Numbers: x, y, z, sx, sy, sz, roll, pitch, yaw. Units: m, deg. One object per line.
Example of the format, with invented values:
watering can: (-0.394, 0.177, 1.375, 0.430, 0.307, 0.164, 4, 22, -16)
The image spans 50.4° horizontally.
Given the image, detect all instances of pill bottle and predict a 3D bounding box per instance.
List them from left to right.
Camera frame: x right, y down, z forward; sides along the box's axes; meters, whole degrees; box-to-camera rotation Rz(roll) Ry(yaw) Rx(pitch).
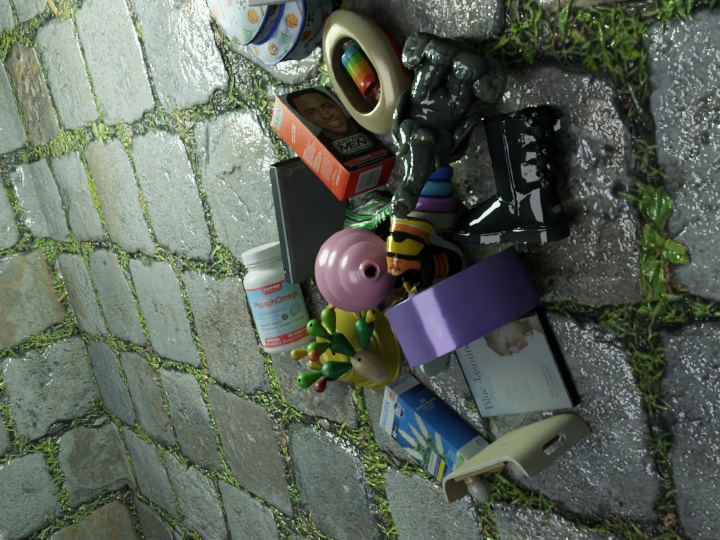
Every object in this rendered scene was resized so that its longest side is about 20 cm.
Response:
pill bottle: (-0.168, 0.053, 1.514, 0.108, 0.108, 0.204, -4, 106, 53)

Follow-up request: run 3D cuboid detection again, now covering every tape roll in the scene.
tape roll: (0.137, 0.049, 1.035, 0.199, 0.198, 0.086, -32, 84, 54)

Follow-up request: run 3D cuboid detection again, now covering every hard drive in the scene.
hard drive: (-0.081, -0.095, 1.294, 0.033, 0.138, 0.204, 17, 122, 47)

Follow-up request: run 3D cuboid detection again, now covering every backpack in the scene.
backpack: (-0.137, -0.425, 1.197, 0.191, 0.153, 0.200, 50, 139, 6)

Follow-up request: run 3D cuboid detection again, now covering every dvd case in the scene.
dvd case: (0.220, 0.142, 1.132, 0.199, 0.017, 0.145, -23, 90, 55)

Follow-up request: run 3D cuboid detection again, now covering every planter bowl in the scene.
planter bowl: (-0.023, 0.137, 1.391, 0.199, 0.083, 0.204, 29, 129, 42)

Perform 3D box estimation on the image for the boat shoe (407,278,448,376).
boat shoe: (0.097, 0.077, 1.207, 0.068, 0.073, 0.202, 41, 156, 43)

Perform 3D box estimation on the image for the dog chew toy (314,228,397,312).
dog chew toy: (0.000, 0.000, 1.103, 0.200, 0.122, 0.127, -178, 67, -81)

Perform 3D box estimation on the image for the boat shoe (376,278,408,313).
boat shoe: (0.062, 0.010, 1.221, 0.071, 0.069, 0.201, 64, 146, 22)

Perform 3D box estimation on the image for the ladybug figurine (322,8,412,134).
ladybug figurine: (0.015, -0.296, 1.121, 0.202, 0.071, 0.136, 61, 144, 9)

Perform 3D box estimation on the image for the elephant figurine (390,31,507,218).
elephant figurine: (0.088, -0.185, 0.967, 0.141, 0.153, 0.203, 40, 121, 39)

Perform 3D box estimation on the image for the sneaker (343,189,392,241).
sneaker: (0.037, -0.096, 1.196, 0.198, 0.077, 0.087, -20, 65, 43)

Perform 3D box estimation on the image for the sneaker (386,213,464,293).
sneaker: (0.083, -0.008, 1.055, 0.069, 0.200, 0.092, 11, 80, 28)

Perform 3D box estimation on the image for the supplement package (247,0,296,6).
supplement package: (-0.051, -0.429, 1.019, 0.196, 0.121, 0.122, -4, 109, 16)

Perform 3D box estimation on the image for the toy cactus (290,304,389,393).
toy cactus: (-0.018, 0.131, 1.289, 0.164, 0.202, 0.102, 36, 172, -14)

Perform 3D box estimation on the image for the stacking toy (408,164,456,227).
stacking toy: (0.098, -0.165, 1.068, 0.085, 0.084, 0.205, 12, 103, 48)

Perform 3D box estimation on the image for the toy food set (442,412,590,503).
toy food set: (0.220, 0.276, 1.095, 0.061, 0.142, 0.200, 61, 144, 8)

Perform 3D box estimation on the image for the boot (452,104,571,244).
boot: (0.186, -0.120, 0.992, 0.197, 0.072, 0.166, 2, 107, 54)

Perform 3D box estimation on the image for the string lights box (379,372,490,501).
string lights box: (0.122, 0.278, 1.297, 0.199, 0.058, 0.104, 38, 136, 35)

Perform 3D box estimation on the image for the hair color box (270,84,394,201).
hair color box: (-0.047, -0.208, 1.224, 0.200, 0.100, 0.062, 47, 140, 25)
